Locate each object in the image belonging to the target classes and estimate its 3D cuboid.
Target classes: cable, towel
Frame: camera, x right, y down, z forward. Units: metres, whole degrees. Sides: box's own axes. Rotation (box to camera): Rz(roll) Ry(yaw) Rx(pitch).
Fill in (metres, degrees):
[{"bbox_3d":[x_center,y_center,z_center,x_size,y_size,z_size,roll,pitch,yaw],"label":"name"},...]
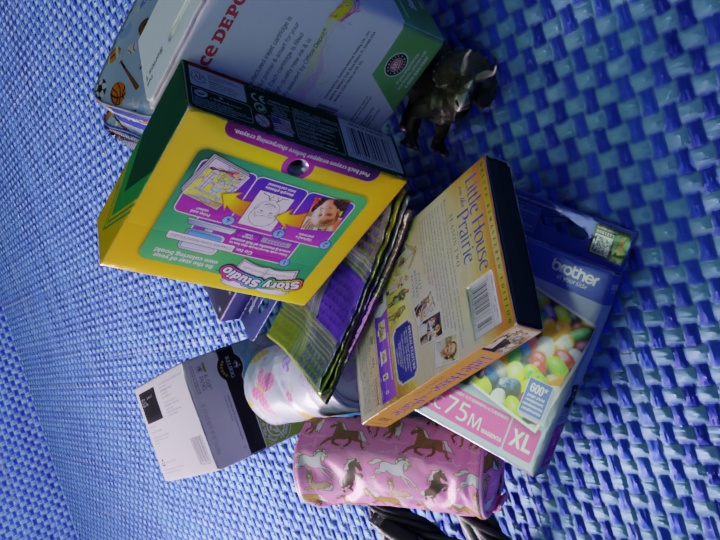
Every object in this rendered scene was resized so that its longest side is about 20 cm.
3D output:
[{"bbox_3d":[0.083,0.255,0.856,0.198,0.051,0.165,24,137,26],"label":"cable"},{"bbox_3d":[-0.023,0.001,0.755,0.143,0.022,0.203,40,110,56],"label":"towel"}]

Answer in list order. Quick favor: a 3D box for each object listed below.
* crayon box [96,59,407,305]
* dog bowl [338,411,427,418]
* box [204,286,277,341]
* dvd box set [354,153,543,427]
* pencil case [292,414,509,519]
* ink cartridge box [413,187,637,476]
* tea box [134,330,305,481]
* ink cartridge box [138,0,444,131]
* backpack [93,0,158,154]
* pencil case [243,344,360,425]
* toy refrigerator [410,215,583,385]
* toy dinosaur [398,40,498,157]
[{"bbox_3d":[-0.090,-0.059,0.674,0.173,0.197,0.059,-48,44,35],"label":"crayon box"},{"bbox_3d":[0.038,0.168,0.865,0.110,0.050,0.200,30,144,-14],"label":"dog bowl"},{"bbox_3d":[-0.146,-0.035,0.896,0.202,0.032,0.122,60,136,27],"label":"box"},{"bbox_3d":[0.058,0.023,0.665,0.200,0.029,0.149,-42,44,45],"label":"dvd box set"},{"bbox_3d":[0.037,0.183,0.770,0.196,0.084,0.087,-3,146,24],"label":"pencil case"},{"bbox_3d":[0.128,0.044,0.657,0.118,0.042,0.203,24,98,29],"label":"ink cartridge box"},{"bbox_3d":[-0.156,0.165,1.058,0.199,0.194,0.136,-28,83,56],"label":"tea box"},{"bbox_3d":[-0.057,-0.181,0.656,0.145,0.197,0.085,-49,46,34],"label":"ink cartridge box"},{"bbox_3d":[-0.146,-0.182,0.803,0.188,0.154,0.203,23,90,22],"label":"backpack"},{"bbox_3d":[-0.049,0.108,0.854,0.199,0.082,0.093,-25,68,55],"label":"pencil case"},{"bbox_3d":[0.105,0.044,0.748,0.202,0.075,0.070,58,143,17],"label":"toy refrigerator"},{"bbox_3d":[0.057,-0.169,0.732,0.200,0.076,0.103,52,123,45],"label":"toy dinosaur"}]
